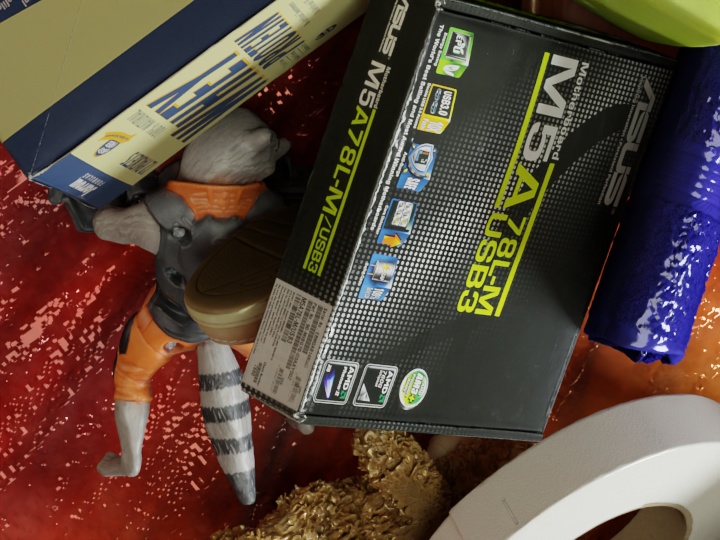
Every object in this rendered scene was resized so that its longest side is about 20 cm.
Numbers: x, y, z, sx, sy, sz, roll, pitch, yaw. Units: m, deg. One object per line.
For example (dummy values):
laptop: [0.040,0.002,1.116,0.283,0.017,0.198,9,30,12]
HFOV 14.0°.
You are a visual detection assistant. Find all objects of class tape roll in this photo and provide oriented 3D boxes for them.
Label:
tape roll: [0.117,0.142,1.517,0.202,0.037,0.203,-22,147,-15]

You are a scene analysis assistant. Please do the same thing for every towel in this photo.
towel: [0.161,-0.052,1.370,0.049,0.148,0.201,19,90,-1]

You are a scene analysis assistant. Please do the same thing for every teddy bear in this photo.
teddy bear: [0.003,0.133,1.518,0.200,0.067,0.145,-35,134,-1]

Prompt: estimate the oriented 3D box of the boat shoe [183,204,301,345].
boat shoe: [0.000,0.000,1.401,0.200,0.072,0.065,-28,123,-40]

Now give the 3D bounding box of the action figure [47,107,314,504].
action figure: [-0.048,0.006,1.445,0.199,0.105,0.194,-7,121,-10]

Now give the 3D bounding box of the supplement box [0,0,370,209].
supplement box: [-0.108,-0.168,1.293,0.200,0.134,0.200,-36,83,4]

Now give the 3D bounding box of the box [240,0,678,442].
box: [0.048,-0.023,1.351,0.193,0.047,0.201,10,102,-49]

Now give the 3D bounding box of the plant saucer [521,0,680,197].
plant saucer: [0.174,-0.128,1.457,0.199,0.032,0.202,-2,97,-16]

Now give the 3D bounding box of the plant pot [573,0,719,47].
plant pot: [0.107,-0.226,1.315,0.181,0.200,0.200,24,92,-6]
